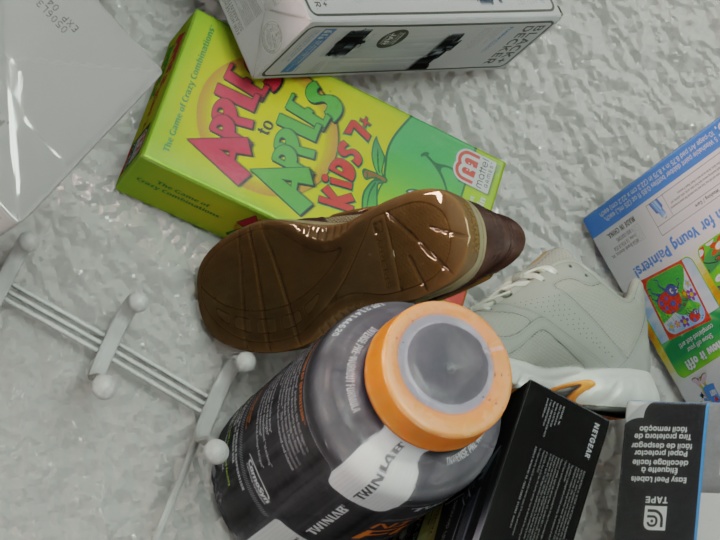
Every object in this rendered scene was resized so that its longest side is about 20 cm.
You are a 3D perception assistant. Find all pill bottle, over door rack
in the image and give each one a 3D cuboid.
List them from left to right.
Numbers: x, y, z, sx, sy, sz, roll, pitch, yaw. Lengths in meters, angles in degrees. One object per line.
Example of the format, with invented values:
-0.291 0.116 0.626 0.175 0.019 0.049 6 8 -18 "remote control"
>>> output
-0.150 0.091 1.411 0.147 0.067 0.200 30 60 -10 "over door rack"
0.004 0.081 1.408 0.106 0.200 0.107 9 66 -21 "pill bottle"

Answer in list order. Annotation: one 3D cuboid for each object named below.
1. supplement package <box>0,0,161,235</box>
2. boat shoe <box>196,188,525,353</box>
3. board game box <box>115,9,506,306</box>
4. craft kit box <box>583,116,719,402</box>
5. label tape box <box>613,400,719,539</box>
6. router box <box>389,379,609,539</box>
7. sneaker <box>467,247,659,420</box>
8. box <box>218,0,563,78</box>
-0.214 -0.075 1.363 0.121 0.200 0.120 46 58 -11 "supplement package"
0.000 0.000 1.458 0.072 0.200 0.072 0 76 -49 "boat shoe"
-0.026 -0.053 1.539 0.199 0.048 0.102 26 61 -14 "board game box"
0.239 0.010 1.546 0.048 0.200 0.198 -19 78 -38 "craft kit box"
0.210 0.174 1.476 0.063 0.144 0.201 28 65 -58 "label tape box"
0.046 0.174 1.415 0.052 0.157 0.201 28 61 -12 "router box"
0.086 0.030 1.519 0.200 0.076 0.092 12 74 -45 "sneaker"
0.009 -0.173 1.563 0.200 0.060 0.117 -8 66 -42 "box"
